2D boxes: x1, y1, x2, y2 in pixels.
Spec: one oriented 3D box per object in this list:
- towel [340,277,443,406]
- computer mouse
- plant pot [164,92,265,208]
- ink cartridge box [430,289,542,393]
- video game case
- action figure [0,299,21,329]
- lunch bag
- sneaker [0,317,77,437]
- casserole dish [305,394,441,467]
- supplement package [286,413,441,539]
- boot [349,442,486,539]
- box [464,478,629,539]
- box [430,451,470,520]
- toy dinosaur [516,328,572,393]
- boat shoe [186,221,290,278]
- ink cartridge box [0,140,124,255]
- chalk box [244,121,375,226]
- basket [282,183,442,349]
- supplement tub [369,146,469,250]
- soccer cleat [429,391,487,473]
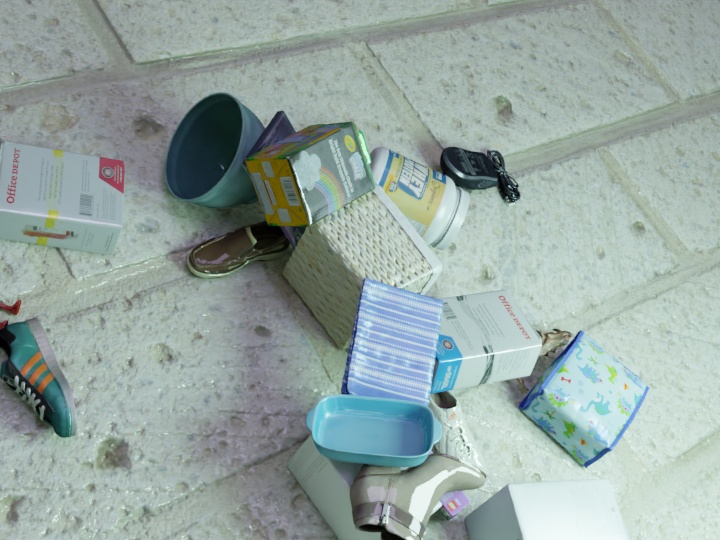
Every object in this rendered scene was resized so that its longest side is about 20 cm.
[{"bbox_3d":[0.053,0.120,1.598,0.144,0.024,0.201,16,68,-15],"label":"towel"},{"bbox_3d":[0.235,-0.200,2.128,0.199,0.053,0.139,8,51,-38],"label":"computer mouse"},{"bbox_3d":[-0.229,-0.194,1.801,0.134,0.200,0.201,25,43,-45],"label":"plant pot"},{"bbox_3d":[0.185,0.118,1.741,0.199,0.085,0.146,-6,42,-21],"label":"ink cartridge box"},{"bbox_3d":[-0.124,-0.155,1.778,0.200,0.019,0.143,61,42,-36],"label":"video game case"},{"bbox_3d":[-0.602,0.010,1.507,0.199,0.099,0.065,25,48,-6],"label":"action figure"},{"bbox_3d":[0.414,0.225,1.855,0.170,0.128,0.200,41,58,6],"label":"lunch bag"},{"bbox_3d":[-0.475,0.163,1.481,0.080,0.072,0.200,-17,61,-30],"label":"sneaker"},{"bbox_3d":[0.018,0.238,1.495,0.199,0.039,0.121,5,35,2],"label":"casserole dish"},{"bbox_3d":[0.003,0.329,1.568,0.121,0.120,0.200,-26,71,-37],"label":"supplement package"},{"bbox_3d":[0.081,0.334,1.475,0.199,0.070,0.147,14,47,-3],"label":"boot"},{"bbox_3d":[0.296,0.414,1.637,0.199,0.152,0.107,4,56,-26],"label":"box"},{"bbox_3d":[0.095,0.303,1.625,0.039,0.137,0.200,-36,76,-8],"label":"box"},{"bbox_3d":[0.276,0.133,1.885,0.199,0.086,0.136,24,41,6],"label":"toy dinosaur"},{"bbox_3d":[-0.206,-0.048,1.765,0.202,0.075,0.075,-21,68,-37],"label":"boat shoe"},{"bbox_3d":[-0.492,-0.118,1.661,0.199,0.083,0.146,9,53,-22],"label":"ink cartridge box"},{"bbox_3d":[-0.067,-0.169,1.698,0.200,0.123,0.125,-32,113,-36],"label":"chalk box"},{"bbox_3d":[0.000,0.000,1.760,0.160,0.198,0.200,-29,74,-35],"label":"basket"},{"bbox_3d":[0.091,-0.133,1.935,0.199,0.145,0.145,23,49,-10],"label":"supplement tub"},{"bbox_3d":[0.153,0.267,1.720,0.069,0.078,0.200,-19,67,-36],"label":"soccer cleat"}]
